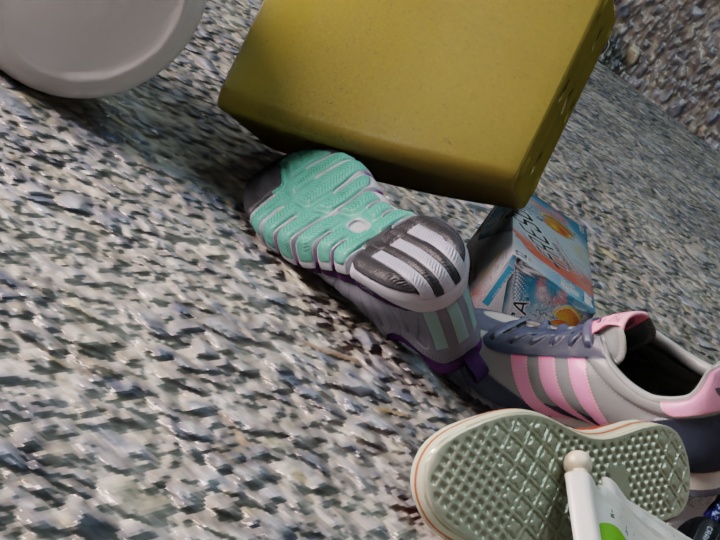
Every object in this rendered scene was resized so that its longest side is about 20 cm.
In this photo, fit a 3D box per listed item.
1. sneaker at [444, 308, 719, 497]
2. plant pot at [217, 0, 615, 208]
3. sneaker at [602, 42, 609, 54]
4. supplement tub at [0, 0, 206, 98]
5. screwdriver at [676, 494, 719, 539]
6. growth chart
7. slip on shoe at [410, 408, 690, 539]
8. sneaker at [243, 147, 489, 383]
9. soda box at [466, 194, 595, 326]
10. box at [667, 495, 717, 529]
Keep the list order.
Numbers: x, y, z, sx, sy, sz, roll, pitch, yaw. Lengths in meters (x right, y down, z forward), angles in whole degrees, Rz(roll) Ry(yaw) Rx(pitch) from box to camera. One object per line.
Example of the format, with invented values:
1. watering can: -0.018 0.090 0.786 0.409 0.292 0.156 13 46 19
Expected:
1. sneaker: 0.126 0.047 1.237 0.200 0.082 0.070 22 38 31
2. plant pot: 0.049 -0.140 1.393 0.176 0.200 0.200 26 -1 8
3. sneaker: 0.284 -0.350 3.141 0.090 0.067 0.200 37 11 -26
4. supplement tub: -0.168 -0.194 1.313 0.140 0.141 0.200 29 14 -24
5. screwdriver: 0.199 0.116 1.218 0.029 0.028 0.200 6 33 29
6. growth chart: 0.162 0.167 1.075 0.200 0.018 0.145 31 32 -37
7. slip on shoe: 0.086 0.104 1.104 0.061 0.074 0.200 -10 -7 38
8. sneaker: 0.000 0.000 1.277 0.200 0.074 0.088 38 -25 54
9. soda box: 0.102 0.007 1.436 0.063 0.068 0.200 34 14 -6
10. box: 0.256 0.154 1.333 0.117 0.060 0.200 41 14 21
